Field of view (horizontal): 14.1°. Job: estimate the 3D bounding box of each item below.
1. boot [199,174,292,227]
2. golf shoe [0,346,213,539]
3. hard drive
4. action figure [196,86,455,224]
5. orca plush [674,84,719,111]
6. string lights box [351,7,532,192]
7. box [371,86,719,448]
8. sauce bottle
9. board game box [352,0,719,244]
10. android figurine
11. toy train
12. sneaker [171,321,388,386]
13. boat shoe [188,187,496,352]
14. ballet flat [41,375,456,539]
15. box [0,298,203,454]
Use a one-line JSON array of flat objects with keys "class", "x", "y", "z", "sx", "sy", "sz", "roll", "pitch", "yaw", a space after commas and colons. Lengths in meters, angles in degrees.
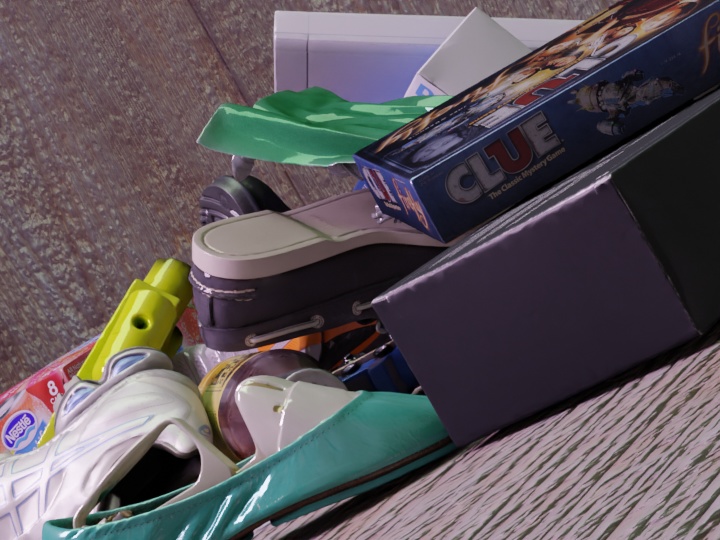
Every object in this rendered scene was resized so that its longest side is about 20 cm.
[{"class": "boot", "x": 0.007, "y": -0.040, "z": 1.763, "sx": 0.200, "sy": 0.165, "sz": 0.066, "roll": -37, "pitch": 43, "yaw": -22}, {"class": "golf shoe", "x": -0.155, "y": 0.131, "z": 1.488, "sx": 0.200, "sy": 0.078, "sz": 0.097, "roll": -47, "pitch": 36, "yaw": 4}, {"class": "hard drive", "x": 0.051, "y": -0.106, "z": 1.668, "sx": 0.199, "sy": 0.027, "sz": 0.132, "roll": 2, "pitch": -23, "yaw": -1}, {"class": "action figure", "x": 0.031, "y": -0.060, "z": 1.497, "sx": 0.199, "sy": 0.055, "sz": 0.118, "roll": 9, "pitch": 26, "yaw": 30}, {"class": "orca plush", "x": 0.144, "y": -0.032, "z": 1.410, "sx": 0.200, "sy": 0.105, "sz": 0.071, "roll": -26, "pitch": 35, "yaw": 14}, {"class": "string lights box", "x": 0.061, "y": -0.052, "z": 1.627, "sx": 0.059, "sy": 0.103, "sz": 0.200, "roll": -49, "pitch": -4, "yaw": -27}, {"class": "box", "x": 0.121, "y": -0.016, "z": 1.238, "sx": 0.141, "sy": 0.079, "sz": 0.200, "roll": -32, "pitch": 0, "yaw": 41}, {"class": "sauce bottle", "x": -0.041, "y": 0.071, "z": 1.480, "sx": 0.066, "sy": 0.066, "sz": 0.200, "roll": -30, "pitch": 4, "yaw": -14}, {"class": "board game box", "x": 0.101, "y": -0.083, "z": 1.338, "sx": 0.200, "sy": 0.035, "sz": 0.135, "roll": -30, "pitch": 12, "yaw": -7}, {"class": "android figurine", "x": -0.151, "y": 0.090, "z": 1.714, "sx": 0.182, "sy": 0.041, "sz": 0.200, "roll": 111, "pitch": -175, "yaw": -51}, {"class": "toy train", "x": 0.066, "y": 0.027, "z": 1.513, "sx": 0.200, "sy": 0.034, "sz": 0.046, "roll": -28, "pitch": 14, "yaw": 10}, {"class": "sneaker", "x": -0.035, "y": 0.058, "z": 1.680, "sx": 0.112, "sy": 0.078, "sz": 0.200, "roll": -13, "pitch": -13, "yaw": -35}, {"class": "boat shoe", "x": 0.000, "y": 0.000, "z": 1.514, "sx": 0.199, "sy": 0.063, "sz": 0.073, "roll": -9, "pitch": 26, "yaw": -31}, {"class": "ballet flat", "x": -0.052, "y": 0.086, "z": 1.246, "sx": 0.200, "sy": 0.071, "sz": 0.067, "roll": -29, "pitch": 3, "yaw": 7}, {"class": "box", "x": -0.166, "y": 0.092, "z": 2.016, "sx": 0.100, "sy": 0.096, "sz": 0.200, "roll": -26, "pitch": 4, "yaw": 33}]
